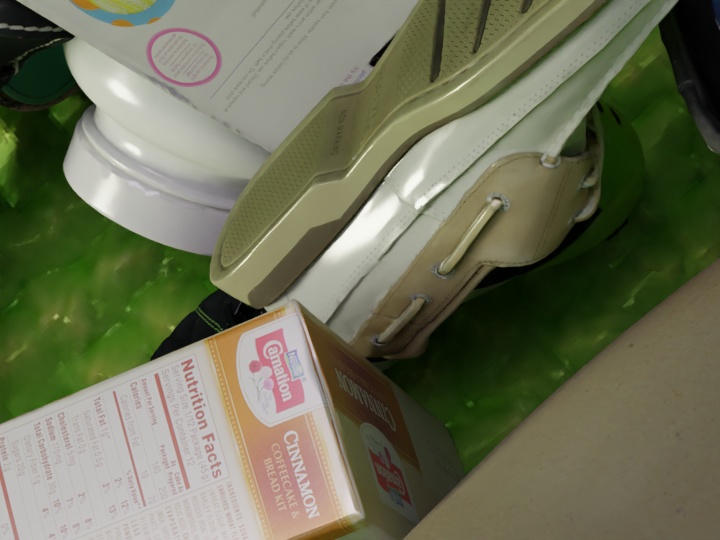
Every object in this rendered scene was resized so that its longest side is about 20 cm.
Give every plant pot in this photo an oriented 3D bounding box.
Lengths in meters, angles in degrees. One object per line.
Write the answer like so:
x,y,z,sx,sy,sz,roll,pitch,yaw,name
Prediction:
0.136,0.066,0.787,0.187,0.187,0.200,28,67,25,plant pot

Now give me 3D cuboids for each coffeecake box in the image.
-0.074,0.097,0.848,0.200,0.154,0.073,-22,67,11,coffeecake box

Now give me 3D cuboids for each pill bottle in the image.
-0.028,-0.109,0.898,0.112,0.112,0.200,34,114,26,pill bottle

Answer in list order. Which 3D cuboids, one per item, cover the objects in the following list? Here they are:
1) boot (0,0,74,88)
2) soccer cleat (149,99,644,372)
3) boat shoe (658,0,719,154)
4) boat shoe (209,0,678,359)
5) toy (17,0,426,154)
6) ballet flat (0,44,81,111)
-0.150,-0.023,0.914,0.204,0.073,0.154,-8,84,54,boot
0.000,0.000,0.894,0.200,0.081,0.068,-33,65,7,soccer cleat
0.100,-0.111,0.789,0.070,0.066,0.200,-30,62,39,boat shoe
0.038,-0.042,0.789,0.200,0.068,0.075,-40,25,43,boat shoe
-0.062,-0.122,0.806,0.115,0.200,0.047,-45,26,38,toy
-0.068,-0.139,0.977,0.200,0.069,0.071,-41,33,6,ballet flat
